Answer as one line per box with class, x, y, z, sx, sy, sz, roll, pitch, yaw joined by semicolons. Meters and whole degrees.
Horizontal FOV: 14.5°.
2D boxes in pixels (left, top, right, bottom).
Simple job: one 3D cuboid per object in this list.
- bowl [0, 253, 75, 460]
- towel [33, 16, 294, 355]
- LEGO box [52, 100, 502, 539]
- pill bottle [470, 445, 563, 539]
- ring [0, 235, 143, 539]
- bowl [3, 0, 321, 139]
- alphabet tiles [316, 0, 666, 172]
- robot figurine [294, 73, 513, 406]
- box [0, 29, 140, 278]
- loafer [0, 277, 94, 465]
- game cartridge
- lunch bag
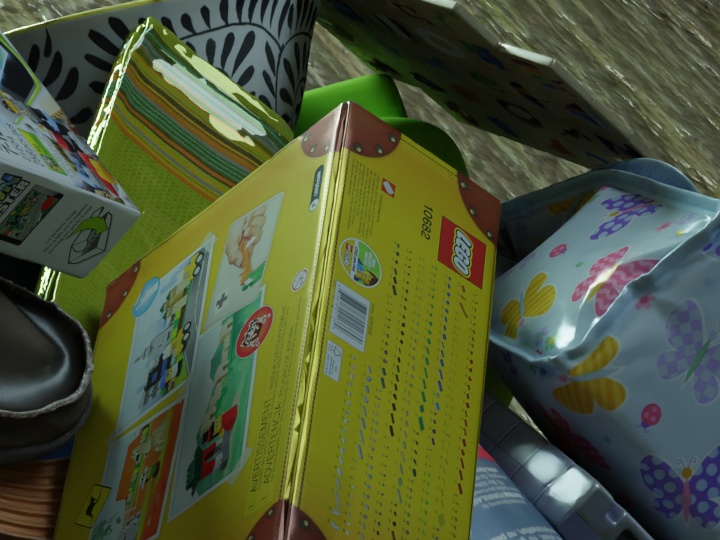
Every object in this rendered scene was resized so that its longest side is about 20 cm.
bowl;-0.175;0.010;1.127;0.200;0.039;0.201;36;16;-12
towel;-0.076;-0.022;1.135;0.086;0.018;0.200;34;36;-16
LEGO box;-0.033;0.065;0.970;0.077;0.149;0.201;32;44;-26
pill bottle;0.055;0.167;1.082;0.200;0.120;0.119;49;18;26
ring;-0.146;0.020;1.049;0.200;0.019;0.201;28;38;-24
bowl;-0.107;-0.060;1.296;0.201;0.200;0.095;-4;81;-68
alphabet tiles;0.045;-0.094;1.293;0.200;0.006;0.166;23;-10;45
robot figurine;0.009;0.008;1.359;0.176;0.115;0.201;90;-16;-66
box;-0.169;-0.085;1.001;0.200;0.035;0.110;51;16;29
loafer;-0.170;0.005;0.957;0.199;0.071;0.073;24;40;-28
game cartridge;0.111;0.128;1.216;0.200;0.038;0.130;46;-8;-35
lunch bag;0.135;0.045;1.239;0.170;0.127;0.200;51;-8;-16
